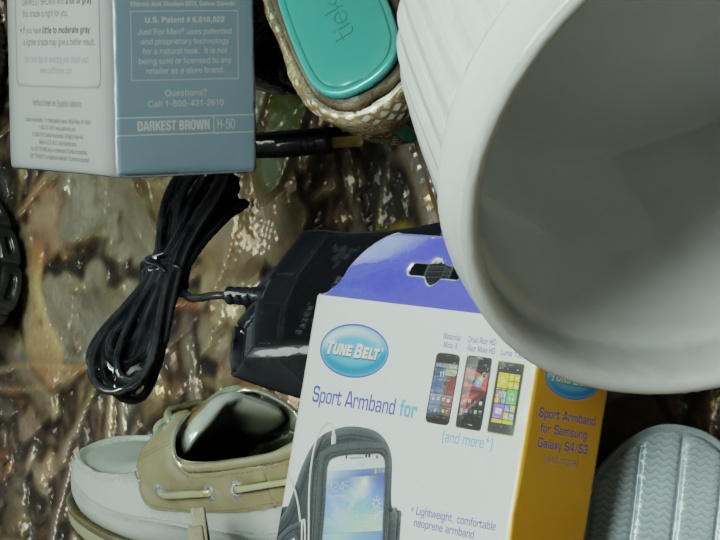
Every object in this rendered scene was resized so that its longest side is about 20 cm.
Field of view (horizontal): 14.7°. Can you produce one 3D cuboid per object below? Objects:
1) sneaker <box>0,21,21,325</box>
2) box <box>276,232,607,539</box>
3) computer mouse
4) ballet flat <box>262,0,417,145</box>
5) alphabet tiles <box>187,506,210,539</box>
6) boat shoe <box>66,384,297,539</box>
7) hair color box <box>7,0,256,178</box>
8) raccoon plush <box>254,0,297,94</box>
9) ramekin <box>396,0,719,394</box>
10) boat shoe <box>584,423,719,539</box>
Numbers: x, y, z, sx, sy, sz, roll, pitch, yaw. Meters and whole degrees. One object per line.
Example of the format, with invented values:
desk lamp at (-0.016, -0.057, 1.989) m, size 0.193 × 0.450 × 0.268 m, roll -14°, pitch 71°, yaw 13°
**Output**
sneaker at (-0.216, -0.056, 1.330) m, size 0.091 × 0.076 × 0.200 m, roll -27°, pitch 62°, yaw 54°
box at (0.022, 0.089, 0.949) m, size 0.119 × 0.041 × 0.200 m, roll 7°, pitch 84°, yaw 50°
computer mouse at (0.000, 0.000, 1.079) m, size 0.200 × 0.046 × 0.141 m, roll -5°, pitch 46°, yaw 27°
ballet flat at (-0.015, -0.126, 1.041) m, size 0.070 × 0.065 × 0.200 m, roll -24°, pitch 59°, yaw 14°
alphabet tiles at (-0.048, 0.193, 1.026) m, size 0.200 × 0.008 × 0.167 m, roll 85°, pitch 178°, yaw -48°
boat shoe at (-0.048, 0.079, 1.098) m, size 0.200 × 0.075 × 0.069 m, roll 6°, pitch 113°, yaw 47°
hair color box at (-0.087, -0.136, 1.029) m, size 0.099 × 0.061 × 0.200 m, roll 8°, pitch 100°, yaw 60°
raccoon plush at (-0.019, -0.139, 1.126) m, size 0.200 × 0.097 × 0.134 m, roll 21°, pitch 88°, yaw 19°
ramekin at (0.105, -0.069, 0.863) m, size 0.200 × 0.200 × 0.105 m, roll -58°, pitch 38°, yaw 27°
boat shoe at (0.085, 0.150, 0.955) m, size 0.062 × 0.072 × 0.200 m, roll 68°, pitch -143°, yaw -82°
